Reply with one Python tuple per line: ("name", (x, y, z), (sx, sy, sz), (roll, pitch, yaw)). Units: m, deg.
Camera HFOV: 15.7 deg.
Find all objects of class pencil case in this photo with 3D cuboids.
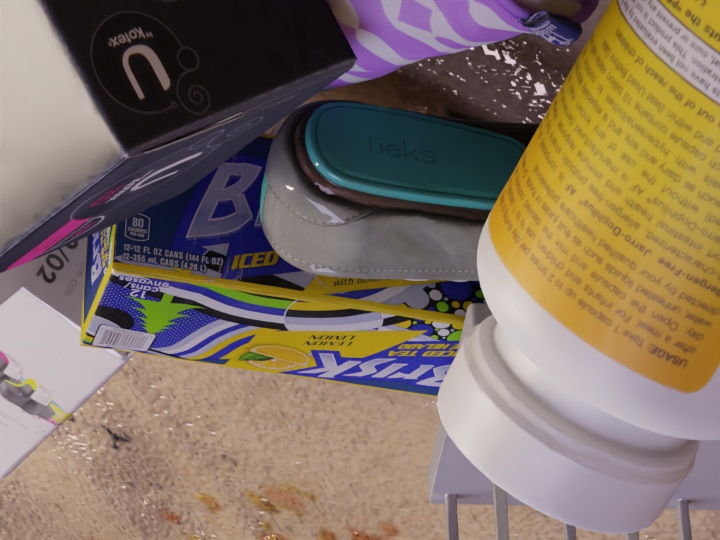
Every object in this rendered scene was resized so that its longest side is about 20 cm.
("pencil case", (-0.001, -0.103, 0.893), (0.085, 0.084, 0.200), (7, 170, -44))

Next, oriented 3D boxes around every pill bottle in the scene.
("pill bottle", (0.105, -0.020, 0.813), (0.113, 0.113, 0.200), (29, 115, 1))

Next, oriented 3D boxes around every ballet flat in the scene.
("ballet flat", (0.061, -0.018, 0.922), (0.200, 0.067, 0.064), (8, 140, -12))

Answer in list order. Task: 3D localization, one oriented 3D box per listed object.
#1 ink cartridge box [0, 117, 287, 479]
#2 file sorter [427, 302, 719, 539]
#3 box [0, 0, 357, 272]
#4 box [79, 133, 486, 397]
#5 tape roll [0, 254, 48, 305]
("ink cartridge box", (-0.116, -0.003, 1.079), (0.068, 0.115, 0.200), (35, 146, -10))
("file sorter", (0.132, 0.100, 0.946), (0.200, 0.125, 0.139), (2, 149, -4))
("box", (-0.113, -0.116, 0.853), (0.122, 0.106, 0.200), (-33, 85, 50))
("box", (0.000, 0.000, 0.968), (0.200, 0.070, 0.064), (9, 149, -14))
("tape roll", (-0.210, -0.057, 1.001), (0.202, 0.203, 0.071), (17, 146, 19))
